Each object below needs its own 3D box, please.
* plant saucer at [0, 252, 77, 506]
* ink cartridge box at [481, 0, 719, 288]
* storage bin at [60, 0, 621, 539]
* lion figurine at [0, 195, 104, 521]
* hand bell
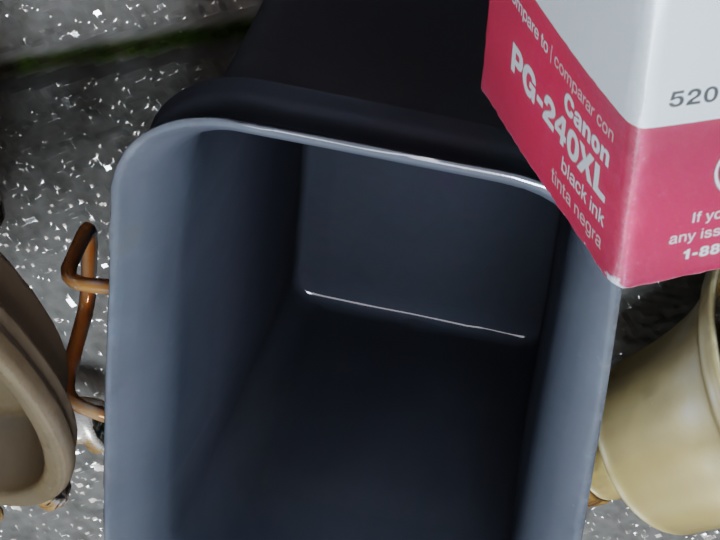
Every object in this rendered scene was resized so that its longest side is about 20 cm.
[{"bbox_3d":[-0.154,-0.006,0.770,0.200,0.030,0.200,26,158,11],"label":"plant saucer"},{"bbox_3d":[0.112,-0.108,0.632,0.145,0.083,0.201,-11,132,-16],"label":"ink cartridge box"},{"bbox_3d":[0.000,0.000,0.805,0.145,0.135,0.200,11,133,6],"label":"storage bin"},{"bbox_3d":[-0.156,0.030,0.905,0.122,0.073,0.201,-9,118,23],"label":"lion figurine"},{"bbox_3d":[0.064,0.063,0.909,0.200,0.104,0.104,-25,127,39],"label":"hand bell"}]
